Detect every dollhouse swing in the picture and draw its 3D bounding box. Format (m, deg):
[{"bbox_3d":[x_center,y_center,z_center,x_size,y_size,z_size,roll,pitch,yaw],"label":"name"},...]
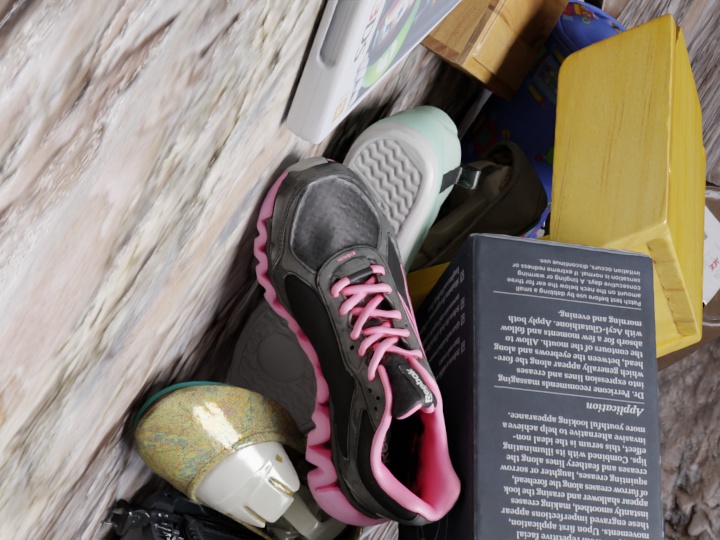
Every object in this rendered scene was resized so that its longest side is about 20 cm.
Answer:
[{"bbox_3d":[0.110,-0.034,1.447,0.200,0.175,0.183,54,37,-65],"label":"dollhouse swing"}]

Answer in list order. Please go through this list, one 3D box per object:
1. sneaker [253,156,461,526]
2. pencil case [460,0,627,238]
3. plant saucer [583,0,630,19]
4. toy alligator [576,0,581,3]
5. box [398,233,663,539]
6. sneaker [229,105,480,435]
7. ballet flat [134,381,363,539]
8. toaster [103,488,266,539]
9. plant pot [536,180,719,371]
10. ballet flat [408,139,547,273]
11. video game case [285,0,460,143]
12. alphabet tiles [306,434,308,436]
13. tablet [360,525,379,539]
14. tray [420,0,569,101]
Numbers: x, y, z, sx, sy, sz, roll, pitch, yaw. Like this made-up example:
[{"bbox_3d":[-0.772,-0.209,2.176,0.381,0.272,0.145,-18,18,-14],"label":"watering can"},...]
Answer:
[{"bbox_3d":[0.008,0.040,1.221,0.079,0.201,0.095,-21,-164,-23],"label":"sneaker"},{"bbox_3d":[0.116,-0.082,1.579,0.200,0.087,0.078,-57,-148,37],"label":"pencil case"},{"bbox_3d":[0.189,-0.256,1.596,0.201,0.032,0.200,-61,170,-18],"label":"plant saucer"},{"bbox_3d":[0.136,-0.149,1.652,0.200,0.059,0.054,80,-3,-64],"label":"toy alligator"},{"bbox_3d":[0.088,0.104,1.303,0.149,0.107,0.201,123,-28,-63],"label":"box"},{"bbox_3d":[0.000,0.000,1.350,0.201,0.074,0.118,-61,173,21],"label":"sneaker"},{"bbox_3d":[-0.050,0.111,1.280,0.071,0.071,0.200,-58,151,-4],"label":"ballet flat"},{"bbox_3d":[-0.080,0.210,1.338,0.199,0.114,0.129,21,109,-34],"label":"toaster"},{"bbox_3d":[0.183,-0.002,1.679,0.187,0.187,0.200,-55,-160,-21],"label":"plant pot"},{"bbox_3d":[0.028,-0.013,1.479,0.200,0.067,0.064,-37,120,-21],"label":"ballet flat"},{"bbox_3d":[0.041,-0.176,1.177,0.200,0.023,0.182,-48,166,-46],"label":"video game case"},{"bbox_3d":[-0.072,0.153,1.493,0.200,0.008,0.167,-55,-174,-19],"label":"alphabet tiles"},{"bbox_3d":[-0.007,0.158,1.616,0.200,0.014,0.130,-40,-168,41],"label":"tablet"},{"bbox_3d":[0.086,-0.157,1.411,0.099,0.037,0.200,-60,171,4],"label":"tray"}]
